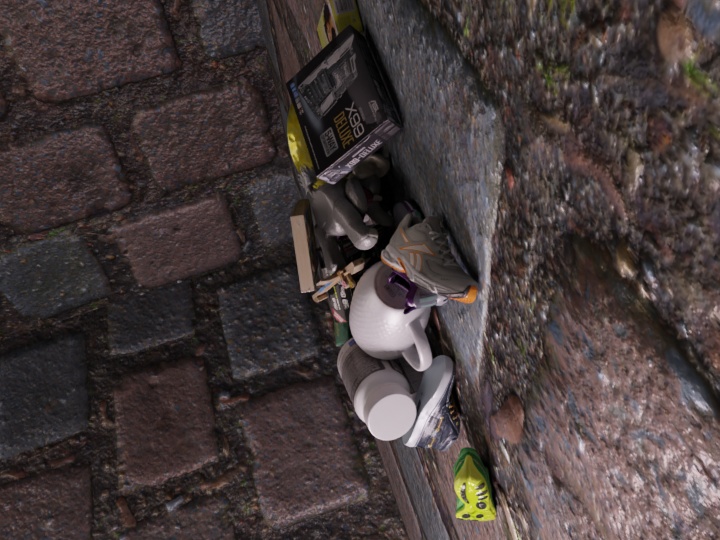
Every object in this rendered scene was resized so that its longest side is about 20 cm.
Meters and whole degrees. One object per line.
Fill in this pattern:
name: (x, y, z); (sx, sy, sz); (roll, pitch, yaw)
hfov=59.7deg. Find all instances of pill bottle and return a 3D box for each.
pill bottle: (0.030, 0.217, 1.181); (0.201, 0.110, 0.117); (-124, 18, -62)

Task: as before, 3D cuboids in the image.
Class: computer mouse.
computer mouse: (0.051, -0.103, 1.220); (0.059, 0.033, 0.207); (-176, 70, -81)

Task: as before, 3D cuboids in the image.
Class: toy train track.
toy train track: (-0.040, 0.028, 1.139); (0.033, 0.113, 0.199); (62, 149, 5)

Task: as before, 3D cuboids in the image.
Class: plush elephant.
plush elephant: (-0.009, -0.118, 1.131); (0.204, 0.152, 0.165); (60, 146, 13)

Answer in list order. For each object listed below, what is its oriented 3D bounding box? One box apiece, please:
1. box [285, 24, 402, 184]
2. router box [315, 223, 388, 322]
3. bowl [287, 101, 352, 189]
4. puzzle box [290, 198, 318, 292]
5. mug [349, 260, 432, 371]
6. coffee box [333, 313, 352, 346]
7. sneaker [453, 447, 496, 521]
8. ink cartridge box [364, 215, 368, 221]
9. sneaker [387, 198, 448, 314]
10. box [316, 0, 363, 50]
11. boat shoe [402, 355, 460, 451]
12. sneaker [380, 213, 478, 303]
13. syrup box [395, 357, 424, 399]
box: (-0.031, -0.273, 1.039); (0.049, 0.156, 0.205); (14, -130, -53)
router box: (0.000, 0.000, 1.288); (0.199, 0.060, 0.155); (-29, -73, -56)
bowl: (-0.036, -0.258, 1.179); (0.105, 0.199, 0.207); (1, 114, 37)
puzzle box: (-0.101, -0.051, 1.164); (0.201, 0.024, 0.138); (-96, 0, -75)
mug: (0.067, 0.081, 1.100); (0.204, 0.144, 0.176); (61, 164, 19)
coffee box: (0.015, 0.107, 1.371); (0.197, 0.043, 0.128); (13, -112, -53)
sneaker: (0.195, 0.368, 1.069); (0.203, 0.071, 0.085); (78, -164, -48)
ink cartridge box: (-0.023, -0.154, 1.424); (0.201, 0.091, 0.046); (100, 151, -74)
sneaker: (0.073, -0.028, 1.013); (0.075, 0.085, 0.204); (85, 166, -56)
box: (-0.041, -0.437, 1.144); (0.200, 0.049, 0.078); (-160, 54, -81)
boat shoe: (0.147, 0.239, 1.123); (0.072, 0.088, 0.205); (-98, 24, -56)
sneaker: (0.101, -0.026, 0.887); (0.199, 0.074, 0.095); (35, 105, 51)
syrup box: (0.104, 0.204, 1.283); (0.201, 0.079, 0.081); (-119, 17, -55)
